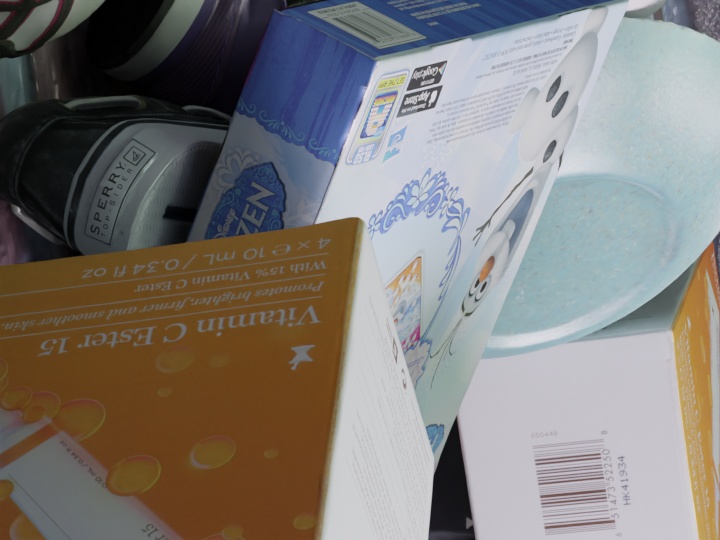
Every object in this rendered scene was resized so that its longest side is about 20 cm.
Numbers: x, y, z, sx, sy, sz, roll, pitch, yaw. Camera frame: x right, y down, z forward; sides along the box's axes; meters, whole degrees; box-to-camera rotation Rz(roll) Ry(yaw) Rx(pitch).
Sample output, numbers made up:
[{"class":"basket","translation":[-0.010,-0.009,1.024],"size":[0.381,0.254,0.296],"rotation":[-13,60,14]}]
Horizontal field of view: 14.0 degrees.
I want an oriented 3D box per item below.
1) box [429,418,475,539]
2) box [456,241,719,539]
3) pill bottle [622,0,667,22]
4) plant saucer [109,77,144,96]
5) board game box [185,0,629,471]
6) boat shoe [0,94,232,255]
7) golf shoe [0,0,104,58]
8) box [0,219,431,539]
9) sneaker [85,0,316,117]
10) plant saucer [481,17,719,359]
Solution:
[{"class":"box","translation":[0.043,0.071,1.398],"size":[0.141,0.078,0.201],"rotation":[67,20,-57]},{"class":"box","translation":[0.110,0.067,1.310],"size":[0.200,0.097,0.125],"rotation":[-49,131,-73]},{"class":"pill bottle","translation":[0.063,-0.151,1.094],"size":[0.112,0.199,0.113],"rotation":[7,90,-65]},{"class":"plant saucer","translation":[-0.054,0.003,1.105],"size":[0.200,0.029,0.201],"rotation":[-6,90,-78]},{"class":"board game box","translation":[0.000,0.000,0.974],"size":[0.200,0.043,0.200],"rotation":[-20,135,-61]},{"class":"boat shoe","translation":[-0.057,-0.028,0.968],"size":[0.072,0.071,0.200],"rotation":[-61,159,2]},{"class":"golf shoe","translation":[-0.090,-0.109,0.858],"size":[0.200,0.088,0.078],"rotation":[10,72,-79]},{"class":"box","translation":[-0.055,0.092,0.783],"size":[0.201,0.124,0.098],"rotation":[-83,161,-50]},{"class":"sneaker","translation":[-0.015,-0.137,1.040],"size":[0.087,0.076,0.201],"rotation":[33,81,-27]},{"class":"plant saucer","translation":[0.067,-0.016,1.124],"size":[0.201,0.200,0.039],"rotation":[64,6,-56]}]
